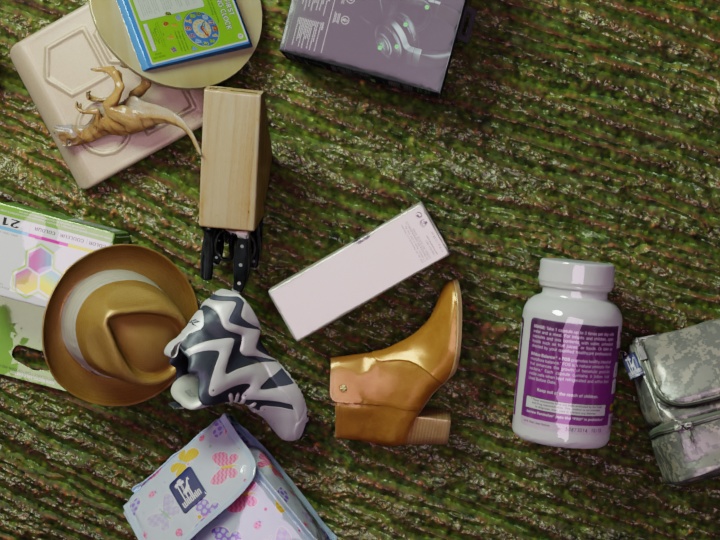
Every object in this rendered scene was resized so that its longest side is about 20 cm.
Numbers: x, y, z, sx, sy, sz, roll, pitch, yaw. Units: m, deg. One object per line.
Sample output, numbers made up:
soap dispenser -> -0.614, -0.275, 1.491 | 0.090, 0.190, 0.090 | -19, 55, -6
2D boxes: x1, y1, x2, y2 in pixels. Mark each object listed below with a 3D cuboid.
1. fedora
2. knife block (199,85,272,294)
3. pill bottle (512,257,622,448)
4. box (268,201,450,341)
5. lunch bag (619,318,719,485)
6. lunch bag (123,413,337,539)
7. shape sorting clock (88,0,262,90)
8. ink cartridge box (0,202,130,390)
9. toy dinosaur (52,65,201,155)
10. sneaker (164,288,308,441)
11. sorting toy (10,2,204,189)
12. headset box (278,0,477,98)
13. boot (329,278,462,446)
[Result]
fedora -> -0.252, 0.069, 1.499 | 0.200, 0.082, 0.201 | -11, 110, -34
knife block -> -0.142, -0.081, 1.488 | 0.064, 0.200, 0.176 | 5, 64, 3
pill bottle -> 0.231, 0.089, 1.502 | 0.112, 0.112, 0.201 | 6, 94, 3
box -> 0.000, 0.000, 1.527 | 0.200, 0.082, 0.069 | -29, 92, 3
lunch bag -> 0.401, 0.134, 1.488 | 0.199, 0.139, 0.168 | -16, 76, 4
lunch bag -> -0.153, 0.288, 1.533 | 0.169, 0.127, 0.200 | -39, 84, 3
shape sorting clock -> -0.204, -0.295, 1.505 | 0.199, 0.039, 0.201 | 5, 75, -20
ink cartridge box -> -0.363, 0.036, 1.553 | 0.147, 0.076, 0.201 | 14, 93, 3
toy dinosaur -> -0.251, -0.177, 1.509 | 0.199, 0.060, 0.107 | -2, 100, 29
sneaker -> -0.148, 0.135, 1.504 | 0.129, 0.079, 0.200 | -39, 122, -25
sorting toy -> -0.279, -0.218, 1.557 | 0.199, 0.036, 0.186 | -28, 91, 9
headset box -> 0.029, -0.297, 1.500 | 0.199, 0.093, 0.175 | 14, 94, 2
boot -> 0.038, 0.102, 1.534 | 0.143, 0.071, 0.202 | 7, 99, 0
